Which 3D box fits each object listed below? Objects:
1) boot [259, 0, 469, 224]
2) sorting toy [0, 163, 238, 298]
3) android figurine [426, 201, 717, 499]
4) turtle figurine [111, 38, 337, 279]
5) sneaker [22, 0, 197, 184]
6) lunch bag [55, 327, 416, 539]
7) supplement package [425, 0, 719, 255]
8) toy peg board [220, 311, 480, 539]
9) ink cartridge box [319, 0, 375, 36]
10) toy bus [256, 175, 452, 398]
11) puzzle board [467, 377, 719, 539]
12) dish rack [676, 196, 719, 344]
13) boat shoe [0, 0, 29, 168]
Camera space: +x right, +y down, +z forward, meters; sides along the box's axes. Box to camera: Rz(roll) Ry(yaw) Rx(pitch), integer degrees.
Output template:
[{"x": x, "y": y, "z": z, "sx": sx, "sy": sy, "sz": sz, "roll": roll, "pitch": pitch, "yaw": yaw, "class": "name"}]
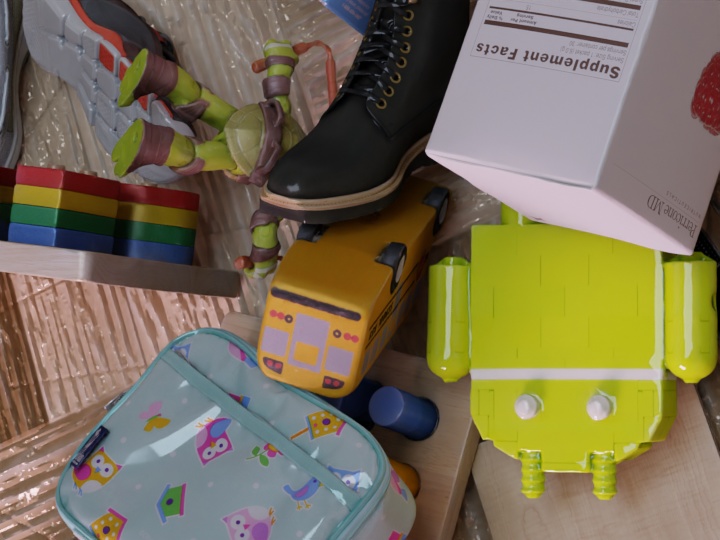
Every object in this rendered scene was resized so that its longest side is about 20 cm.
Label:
[{"x": 0.005, "y": -0.122, "z": 1.370, "sx": 0.077, "sy": 0.200, "sz": 0.139, "roll": 16, "pitch": 122, "yaw": 26, "class": "boot"}, {"x": -0.206, "y": -0.032, "z": 1.460, "sx": 0.198, "sy": 0.198, "sz": 0.070, "roll": 7, "pitch": 89, "yaw": 25, "class": "sorting toy"}, {"x": 0.124, "y": 0.035, "z": 1.343, "sx": 0.181, "sy": 0.041, "sz": 0.202, "roll": 1, "pitch": 86, "yaw": 25, "class": "android figurine"}, {"x": -0.075, "y": -0.069, "z": 1.430, "sx": 0.064, "sy": 0.160, "sz": 0.202, "roll": -16, "pitch": 62, "yaw": 57, "class": "turtle figurine"}, {"x": -0.151, "y": -0.139, "z": 1.528, "sx": 0.200, "sy": 0.081, "sz": 0.077, "roll": 49, "pitch": 139, "yaw": 32, "class": "sneaker"}, {"x": -0.074, "y": 0.128, "z": 1.328, "sx": 0.199, "sy": 0.077, "sz": 0.161, "roll": 33, "pitch": 79, "yaw": 35, "class": "lunch bag"}, {"x": 0.142, "y": -0.128, "z": 1.265, "sx": 0.119, "sy": 0.121, "sz": 0.202, "roll": 14, "pitch": 82, "yaw": 38, "class": "supplement package"}, {"x": -0.047, "y": 0.133, "z": 1.404, "sx": 0.199, "sy": 0.098, "sz": 0.201, "roll": 13, "pitch": 83, "yaw": 30, "class": "toy peg board"}, {"x": 0.029, "y": -0.262, "z": 1.455, "sx": 0.200, "sy": 0.128, "sz": 0.125, "roll": -48, "pitch": 64, "yaw": 7, "class": "ink cartridge box"}, {"x": 0.000, "y": 0.000, "z": 1.379, "sx": 0.065, "sy": 0.200, "sz": 0.079, "roll": 15, "pitch": 113, "yaw": 10, "class": "toy bus"}, {"x": 0.160, "y": 0.174, "z": 1.357, "sx": 0.150, "sy": 0.017, "sz": 0.201, "roll": -23, "pitch": 70, "yaw": 16, "class": "puzzle board"}, {"x": 0.275, "y": -0.045, "z": 1.338, "sx": 0.199, "sy": 0.055, "sz": 0.154, "roll": -37, "pitch": 67, "yaw": 11, "class": "dish rack"}, {"x": -0.275, "y": -0.131, "z": 1.593, "sx": 0.074, "sy": 0.065, "sz": 0.204, "roll": 10, "pitch": 82, "yaw": 25, "class": "boat shoe"}]
